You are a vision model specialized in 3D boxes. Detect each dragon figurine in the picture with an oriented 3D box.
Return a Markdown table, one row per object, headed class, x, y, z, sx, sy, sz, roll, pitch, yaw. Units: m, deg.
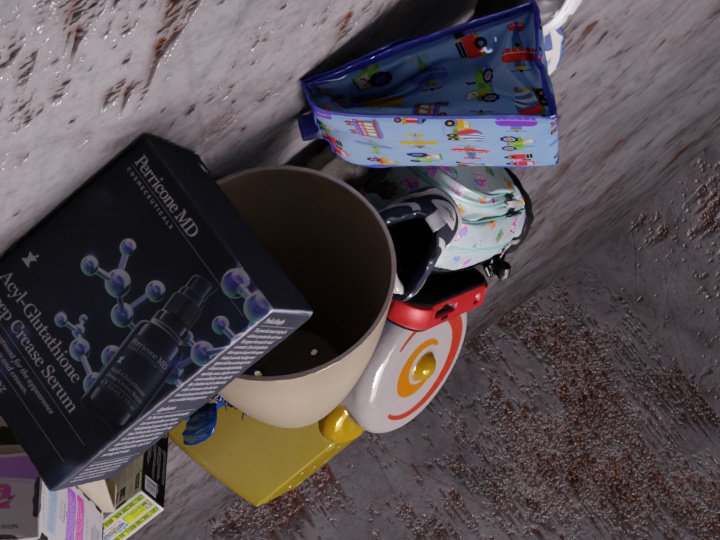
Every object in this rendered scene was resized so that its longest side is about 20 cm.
| class | x | y | z | sx | sy | sz | roll | pitch | yaw |
| --- | --- | --- | --- | --- | --- | --- | --- | --- | --- |
| dragon figurine | -0.189 | 0.157 | 1.527 | 0.200 | 0.059 | 0.100 | -30 | -162 | 24 |

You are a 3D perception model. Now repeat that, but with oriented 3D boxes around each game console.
| class | x | y | z | sx | sy | sz | roll | pitch | yaw |
| --- | --- | --- | --- | --- | --- | --- | --- | --- | --- |
| game console | 0.026 | -0.006 | 1.349 | 0.200 | 0.176 | 0.031 | -17 | 134 | -62 |

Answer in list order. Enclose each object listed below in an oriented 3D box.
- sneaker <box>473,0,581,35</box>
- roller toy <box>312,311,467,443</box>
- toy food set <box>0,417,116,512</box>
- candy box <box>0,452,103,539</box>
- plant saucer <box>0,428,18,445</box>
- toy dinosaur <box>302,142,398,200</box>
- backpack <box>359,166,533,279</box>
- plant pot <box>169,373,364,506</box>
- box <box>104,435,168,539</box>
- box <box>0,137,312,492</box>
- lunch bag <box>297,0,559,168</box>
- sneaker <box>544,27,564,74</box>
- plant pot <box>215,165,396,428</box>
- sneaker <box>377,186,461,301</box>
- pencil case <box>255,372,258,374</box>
| class | x | y | z | sx | sy | sz | roll | pitch | yaw |
| --- | --- | --- | --- | --- | --- | --- | --- | --- | --- |
| sneaker | 0.145 | -0.249 | 1.014 | 0.084 | 0.075 | 0.200 | 8 | 145 | -41 |
| roller toy | 0.022 | 0.077 | 1.454 | 0.200 | 0.139 | 0.183 | -29 | 140 | -42 |
| toy food set | -0.293 | 0.168 | 1.179 | 0.143 | 0.061 | 0.200 | -1 | 156 | -6 |
| candy box | -0.319 | 0.215 | 1.118 | 0.167 | 0.072 | 0.200 | -4 | 157 | 2 |
| plant saucer | -0.251 | 0.107 | 1.243 | 0.200 | 0.048 | 0.200 | -29 | 167 | -39 |
| toy dinosaur | -0.018 | -0.085 | 1.178 | 0.199 | 0.077 | 0.102 | -30 | 157 | -10 |
| backpack | 0.075 | -0.071 | 1.334 | 0.200 | 0.167 | 0.127 | -14 | 133 | -61 |
| plant pot | -0.108 | 0.173 | 1.662 | 0.200 | 0.177 | 0.200 | -40 | 169 | 15 |
| box | -0.254 | 0.211 | 1.421 | 0.110 | 0.035 | 0.200 | -39 | -155 | 15 |
| box | -0.161 | 0.032 | 0.932 | 0.200 | 0.149 | 0.107 | -39 | 170 | 8 |
| lunch bag | 0.050 | -0.123 | 1.050 | 0.199 | 0.095 | 0.151 | -10 | 169 | 7 |
| sneaker | 0.111 | -0.173 | 1.170 | 0.088 | 0.075 | 0.200 | -33 | 168 | -19 |
| plant pot | -0.062 | 0.048 | 1.099 | 0.187 | 0.187 | 0.200 | -34 | 154 | -16 |
| sneaker | 0.000 | 0.000 | 1.180 | 0.199 | 0.080 | 0.130 | -28 | -177 | 8 |
| pencil case | -0.079 | 0.055 | 1.503 | 0.078 | 0.087 | 0.200 | 10 | -157 | 38 |
